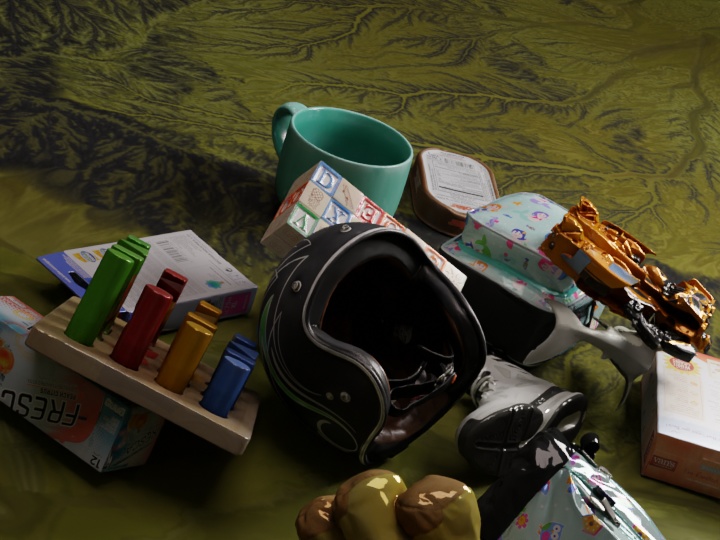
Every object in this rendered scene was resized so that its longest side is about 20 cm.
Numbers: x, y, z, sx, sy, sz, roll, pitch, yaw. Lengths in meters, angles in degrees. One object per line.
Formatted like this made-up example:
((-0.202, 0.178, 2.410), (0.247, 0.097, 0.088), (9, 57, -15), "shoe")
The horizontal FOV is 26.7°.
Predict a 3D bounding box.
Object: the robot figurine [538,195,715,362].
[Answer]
((0.280, 0.012, 1.544), (0.199, 0.058, 0.145), (37, 27, 7), "robot figurine")

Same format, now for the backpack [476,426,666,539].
((0.173, 0.245, 1.203), (0.200, 0.167, 0.126), (43, 16, 15), "backpack")

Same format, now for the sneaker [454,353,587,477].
((0.126, 0.139, 1.484), (0.115, 0.076, 0.200), (25, 19, 33), "sneaker")

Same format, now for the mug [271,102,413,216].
((-0.027, -0.116, 1.799), (0.151, 0.115, 0.185), (9, 28, -16), "mug")

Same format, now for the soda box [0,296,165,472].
((-0.263, 0.095, 1.306), (0.199, 0.064, 0.068), (30, 12, 24), "soda box")

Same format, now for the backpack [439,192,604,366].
((0.190, 0.004, 1.684), (0.177, 0.152, 0.199), (30, 25, 26), "backpack")

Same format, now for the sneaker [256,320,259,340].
((-0.044, 0.032, 1.576), (0.200, 0.071, 0.078), (-33, 9, -38), "sneaker")

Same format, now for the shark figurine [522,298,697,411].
((0.260, 0.097, 1.555), (0.127, 0.090, 0.214), (19, 2, 30), "shark figurine")

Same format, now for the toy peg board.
((-0.164, 0.053, 1.314), (0.198, 0.098, 0.200), (28, 5, -4), "toy peg board")

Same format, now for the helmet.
((-0.001, 0.058, 1.382), (0.191, 0.200, 0.199), (49, 37, 18), "helmet")

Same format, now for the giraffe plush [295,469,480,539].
((0.019, 0.268, 1.110), (0.200, 0.172, 0.162), (52, 40, -7), "giraffe plush")

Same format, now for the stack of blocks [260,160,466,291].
((0.000, 0.000, 1.527), (0.200, 0.058, 0.116), (38, 55, -15), "stack of blocks")

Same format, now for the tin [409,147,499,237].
((0.122, -0.102, 1.949), (0.111, 0.042, 0.200), (9, 28, -8), "tin")

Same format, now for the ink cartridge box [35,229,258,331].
((-0.216, 0.014, 1.525), (0.199, 0.042, 0.119), (-9, 38, -46), "ink cartridge box")

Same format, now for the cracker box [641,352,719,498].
((0.364, 0.159, 1.584), (0.133, 0.058, 0.200), (17, 26, 3), "cracker box")
